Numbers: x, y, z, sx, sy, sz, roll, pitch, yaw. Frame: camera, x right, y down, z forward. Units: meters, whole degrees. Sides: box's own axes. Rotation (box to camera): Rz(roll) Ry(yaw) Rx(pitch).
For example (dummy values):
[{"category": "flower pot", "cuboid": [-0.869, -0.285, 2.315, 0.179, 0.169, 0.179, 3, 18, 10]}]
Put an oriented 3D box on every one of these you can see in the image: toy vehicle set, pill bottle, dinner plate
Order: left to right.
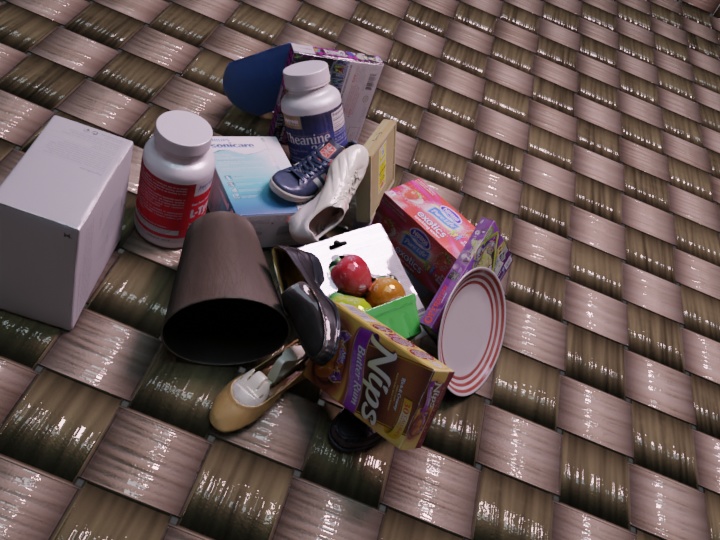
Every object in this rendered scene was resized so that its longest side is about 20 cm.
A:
[{"category": "pill bottle", "cuboid": [-0.287, -0.142, 1.239, 0.111, 0.201, 0.113, 12, 43, -12]}, {"category": "pill bottle", "cuboid": [-0.084, -0.268, 1.440, 0.109, 0.202, 0.111, -7, 30, 4]}, {"category": "toy vehicle set", "cuboid": [0.030, -0.185, 1.454, 0.026, 0.126, 0.200, 8, 29, 13]}, {"category": "dinner plate", "cuboid": [0.169, 0.094, 1.236, 0.024, 0.203, 0.199, 12, 31, 37]}]

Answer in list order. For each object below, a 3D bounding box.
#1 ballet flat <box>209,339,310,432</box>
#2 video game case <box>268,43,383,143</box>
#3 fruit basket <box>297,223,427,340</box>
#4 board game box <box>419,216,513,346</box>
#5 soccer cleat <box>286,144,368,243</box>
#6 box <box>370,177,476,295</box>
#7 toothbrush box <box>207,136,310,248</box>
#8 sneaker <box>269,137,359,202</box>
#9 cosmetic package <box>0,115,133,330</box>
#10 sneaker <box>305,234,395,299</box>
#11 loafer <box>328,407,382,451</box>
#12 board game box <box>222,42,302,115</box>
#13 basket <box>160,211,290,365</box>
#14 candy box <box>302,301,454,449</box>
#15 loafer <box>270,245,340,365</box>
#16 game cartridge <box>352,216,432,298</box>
[{"category": "ballet flat", "cuboid": [-0.133, 0.151, 1.117, 0.068, 0.063, 0.199, 38, 45, 17]}, {"category": "video game case", "cuboid": [-0.069, -0.327, 1.523, 0.179, 0.201, 0.036, 1, 45, -22]}, {"category": "fruit basket", "cuboid": [0.000, 0.037, 1.239, 0.184, 0.094, 0.201, -19, 70, -32]}, {"category": "board game box", "cuboid": [0.171, 0.030, 1.264, 0.032, 0.120, 0.201, 23, 72, 32]}, {"category": "soccer cleat", "cuboid": [-0.038, -0.121, 1.290, 0.077, 0.069, 0.201, 18, 64, 47]}, {"category": "box", "cuboid": [0.122, -0.054, 1.360, 0.099, 0.096, 0.200, -26, 62, -41]}, {"category": "toothbrush box", "cuboid": [-0.185, -0.136, 1.363, 0.145, 0.086, 0.201, -6, 51, -31]}, {"category": "sneaker", "cuboid": [-0.072, -0.177, 1.339, 0.075, 0.085, 0.199, 43, 39, 16]}, {"category": "cosmetic package", "cuboid": [-0.415, -0.066, 1.106, 0.121, 0.200, 0.201, 17, 42, -7]}, {"category": "sneaker", "cuboid": [0.000, 0.000, 1.312, 0.198, 0.080, 0.072, 22, 40, -2]}, {"category": "loafer", "cuboid": [0.038, 0.192, 1.151, 0.199, 0.063, 0.072, -21, 60, -38]}, {"category": "board game box", "cuboid": [-0.166, -0.377, 1.523, 0.198, 0.158, 0.039, -16, 60, 9]}, {"category": "basket", "cuboid": [-0.203, 0.019, 1.172, 0.178, 0.137, 0.201, 0, 43, -14]}, {"category": "candy box", "cuboid": [0.021, 0.139, 1.083, 0.199, 0.118, 0.056, 30, 12, 37]}, {"category": "loafer", "cuboid": [-0.083, 0.046, 1.106, 0.072, 0.073, 0.201, 28, 27, -40]}, {"category": "game cartridge", "cuboid": [0.084, -0.041, 1.428, 0.133, 0.041, 0.200, -27, 62, -36]}]
